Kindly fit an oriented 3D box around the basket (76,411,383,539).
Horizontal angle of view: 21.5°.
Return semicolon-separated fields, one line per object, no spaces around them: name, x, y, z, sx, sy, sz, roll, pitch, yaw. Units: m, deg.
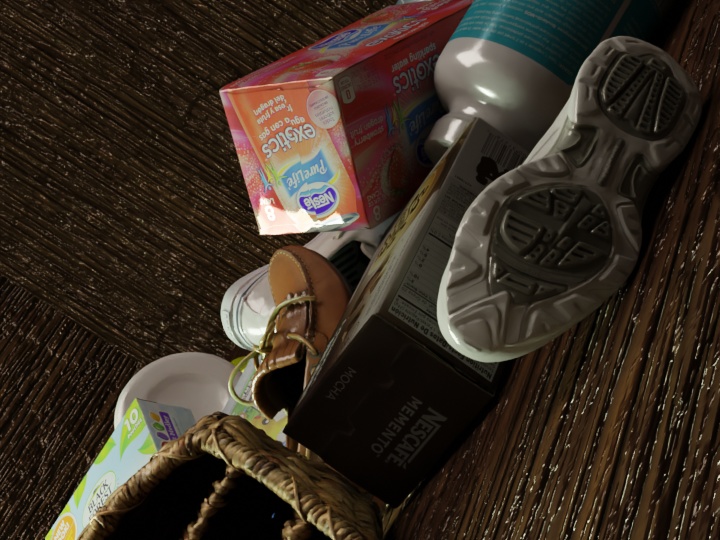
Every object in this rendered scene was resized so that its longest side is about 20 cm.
basket;-0.090;0.182;0.989;0.201;0.142;0.149;-57;4;5

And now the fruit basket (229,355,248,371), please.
fruit basket;-0.116;0.135;1.666;0.216;0.155;0.217;-159;90;-89

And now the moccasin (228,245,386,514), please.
moccasin;-0.035;0.065;1.135;0.074;0.077;0.202;110;157;-49

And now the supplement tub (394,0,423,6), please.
supplement tub;0.113;-0.250;1.818;0.200;0.140;0.140;-55;5;22

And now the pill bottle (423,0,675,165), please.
pill bottle;0.118;-0.142;1.190;0.201;0.110;0.111;-58;4;-15

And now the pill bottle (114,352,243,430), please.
pill bottle;-0.125;0.158;1.460;0.110;0.109;0.200;-59;-17;-29

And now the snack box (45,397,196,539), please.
snack box;-0.136;0.206;1.264;0.142;0.053;0.200;-54;41;24

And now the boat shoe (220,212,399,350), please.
boat shoe;0.000;0.000;1.279;0.200;0.074;0.067;-37;27;-30

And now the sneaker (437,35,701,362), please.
sneaker;0.095;-0.018;0.911;0.200;0.078;0.100;-49;-7;-34

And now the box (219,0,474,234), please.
box;0.013;-0.104;1.238;0.094;0.103;0.200;-2;21;37

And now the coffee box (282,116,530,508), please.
coffee box;0.043;0.020;1.078;0.113;0.080;0.200;-52;7;41

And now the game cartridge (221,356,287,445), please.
game cartridge;-0.055;0.127;1.286;0.133;0.040;0.201;25;87;50
